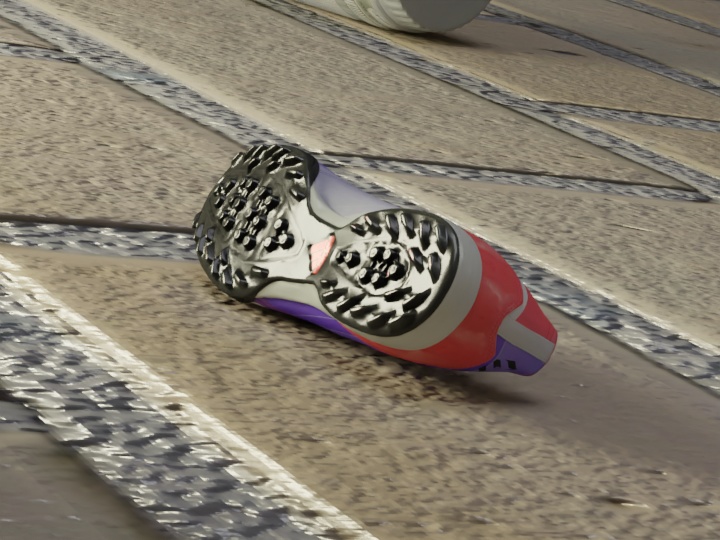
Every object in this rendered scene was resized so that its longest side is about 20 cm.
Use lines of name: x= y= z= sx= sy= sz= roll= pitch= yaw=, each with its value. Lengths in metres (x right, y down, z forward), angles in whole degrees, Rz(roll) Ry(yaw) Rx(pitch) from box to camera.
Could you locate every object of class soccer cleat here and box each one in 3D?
soccer cleat: x=0.000 y=0.000 z=1.049 sx=0.073 sy=0.068 sz=0.200 roll=32 pitch=-6 yaw=-34

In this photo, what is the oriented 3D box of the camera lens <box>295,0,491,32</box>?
camera lens: x=0.008 y=-0.289 z=2.158 sx=0.160 sy=0.160 sz=0.200 roll=-1 pitch=17 yaw=-45
